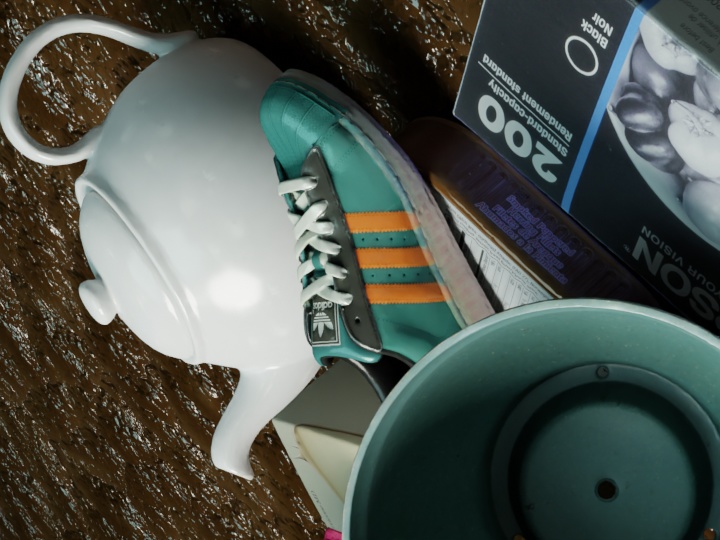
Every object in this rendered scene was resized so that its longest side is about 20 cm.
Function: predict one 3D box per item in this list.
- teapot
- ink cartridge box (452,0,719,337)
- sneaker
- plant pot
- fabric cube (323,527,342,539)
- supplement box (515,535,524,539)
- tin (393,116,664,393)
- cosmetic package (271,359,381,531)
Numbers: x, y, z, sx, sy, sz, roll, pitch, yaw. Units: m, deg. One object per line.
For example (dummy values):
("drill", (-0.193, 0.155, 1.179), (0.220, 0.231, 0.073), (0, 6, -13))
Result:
("teapot", (-0.092, -0.024, 1.016), (0.200, 0.146, 0.198), (47, 160, 34))
("ink cartridge box", (0.126, -0.042, 0.779), (0.198, 0.043, 0.200), (43, 155, 18))
("sneaker", (0.000, 0.000, 0.905), (0.201, 0.080, 0.071), (57, 157, -12))
("plant pot", (0.102, 0.104, 0.799), (0.201, 0.200, 0.134), (50, -167, 3))
("fabric cube", (0.056, 0.293, 1.044), (0.196, 0.200, 0.200), (13, 161, 38))
("supplement box", (0.082, 0.167, 0.915), (0.200, 0.069, 0.067), (43, 137, 34))
("tin", (0.079, 0.007, 0.921), (0.200, 0.042, 0.112), (44, 152, 18))
("cosmetic package", (0.045, 0.122, 1.090), (0.200, 0.073, 0.104), (7, 130, 55))
